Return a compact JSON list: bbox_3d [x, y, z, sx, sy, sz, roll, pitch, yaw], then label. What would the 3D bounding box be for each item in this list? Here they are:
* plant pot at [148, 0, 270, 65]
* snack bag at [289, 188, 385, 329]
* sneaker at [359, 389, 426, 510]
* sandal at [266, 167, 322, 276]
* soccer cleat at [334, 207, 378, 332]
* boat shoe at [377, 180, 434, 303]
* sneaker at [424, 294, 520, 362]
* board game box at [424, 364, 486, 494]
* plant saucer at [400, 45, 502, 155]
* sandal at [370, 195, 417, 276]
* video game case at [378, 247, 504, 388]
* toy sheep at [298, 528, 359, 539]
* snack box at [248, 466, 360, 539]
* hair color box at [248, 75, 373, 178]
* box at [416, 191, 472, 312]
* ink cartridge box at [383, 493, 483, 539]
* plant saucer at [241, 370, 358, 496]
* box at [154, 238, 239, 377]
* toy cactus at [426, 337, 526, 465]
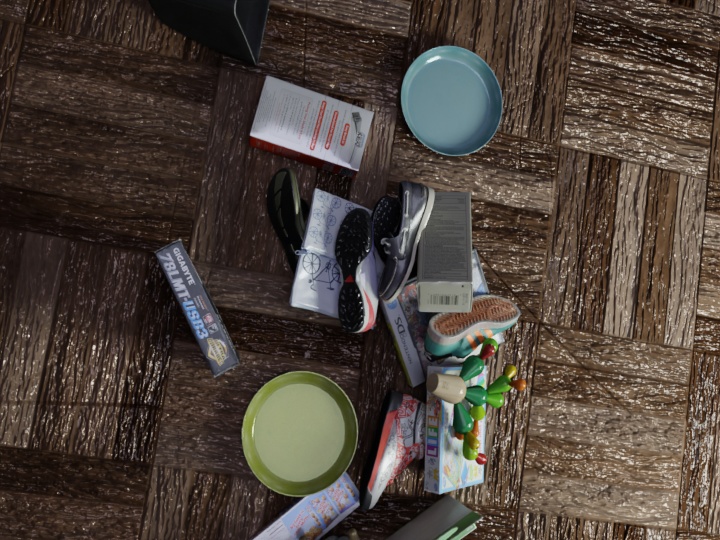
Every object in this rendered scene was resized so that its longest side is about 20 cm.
[{"bbox_3d":[-0.249,-0.485,1.124,0.173,0.200,0.205,10,84,3],"label":"plant pot"},{"bbox_3d":[-0.028,-0.015,1.169,0.186,0.021,0.205,19,81,-35],"label":"snack bag"},{"bbox_3d":[0.071,0.317,1.167,0.106,0.067,0.206,20,72,-8],"label":"sneaker"},{"bbox_3d":[-0.106,-0.075,1.176,0.057,0.079,0.206,-29,108,-43],"label":"sandal"},{"bbox_3d":[0.000,0.000,1.148,0.067,0.073,0.206,-1,88,28],"label":"soccer cleat"},{"bbox_3d":[0.059,-0.049,1.127,0.061,0.073,0.205,18,94,-21],"label":"boat shoe"},{"bbox_3d":[0.188,0.102,1.183,0.196,0.081,0.072,-13,49,-30],"label":"sneaker"},{"bbox_3d":[0.165,0.267,1.176,0.133,0.034,0.206,7,84,-46],"label":"board game box"},{"bbox_3d":[0.166,-0.310,1.265,0.194,0.027,0.206,1,85,-12],"label":"plant saucer"},{"bbox_3d":[0.061,-0.036,1.196,0.074,0.045,0.203,-32,120,-15],"label":"sandal"},{"bbox_3d":[0.143,0.083,1.209,0.196,0.025,0.185,-23,102,-13],"label":"video game case"},{"bbox_3d":[-0.034,0.493,1.104,0.195,0.138,0.142,-11,87,16],"label":"toy sheep"},{"bbox_3d":[-0.090,0.422,1.156,0.198,0.024,0.073,-36,92,-11],"label":"snack box"},{"bbox_3d":[-0.086,-0.246,1.192,0.195,0.064,0.114,17,81,-8],"label":"hair color box"},{"bbox_3d":[0.142,-0.035,1.154,0.092,0.079,0.203,1,51,8],"label":"box"},{"bbox_3d":[0.121,0.436,1.107,0.144,0.200,0.049,-31,89,-12],"label":"ink cartridge box"},{"bbox_3d":[-0.102,0.274,1.157,0.194,0.031,0.206,1,82,-8],"label":"plant saucer"},{"bbox_3d":[-0.249,0.062,1.065,0.049,0.198,0.203,-27,90,-13],"label":"box"},{"bbox_3d":[0.180,0.206,1.112,0.162,0.102,0.205,20,87,-32],"label":"toy cactus"}]
